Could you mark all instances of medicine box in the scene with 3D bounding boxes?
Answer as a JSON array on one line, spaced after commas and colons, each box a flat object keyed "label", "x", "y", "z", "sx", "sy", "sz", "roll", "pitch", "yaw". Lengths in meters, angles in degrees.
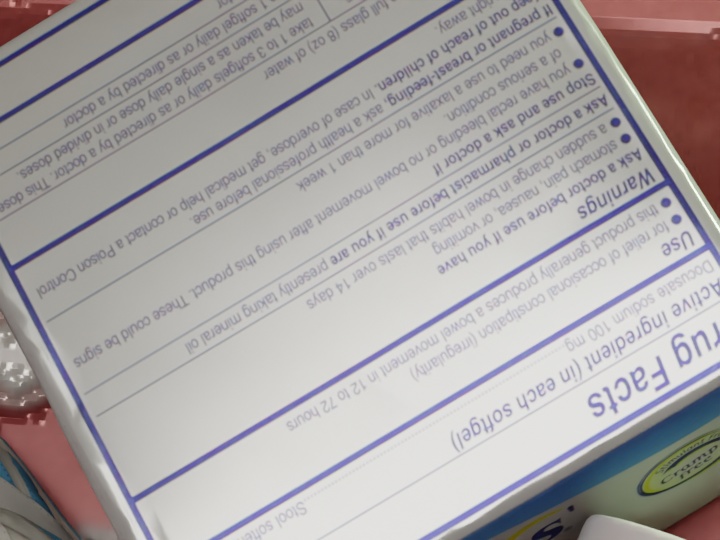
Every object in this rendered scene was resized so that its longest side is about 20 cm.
[{"label": "medicine box", "x": 0.000, "y": 0.000, "z": 0.811, "sx": 0.182, "sy": 0.103, "sz": 0.200, "roll": -31, "pitch": 70, "yaw": 2}]

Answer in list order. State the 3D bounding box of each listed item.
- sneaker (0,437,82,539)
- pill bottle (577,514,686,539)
[{"label": "sneaker", "x": -0.125, "y": 0.082, "z": 0.826, "sx": 0.200, "sy": 0.081, "sz": 0.077, "roll": 36, "pitch": 85, "yaw": 21}, {"label": "pill bottle", "x": 0.060, "y": 0.171, "z": 0.736, "sx": 0.111, "sy": 0.111, "sz": 0.200, "roll": 20, "pitch": 81, "yaw": 18}]
